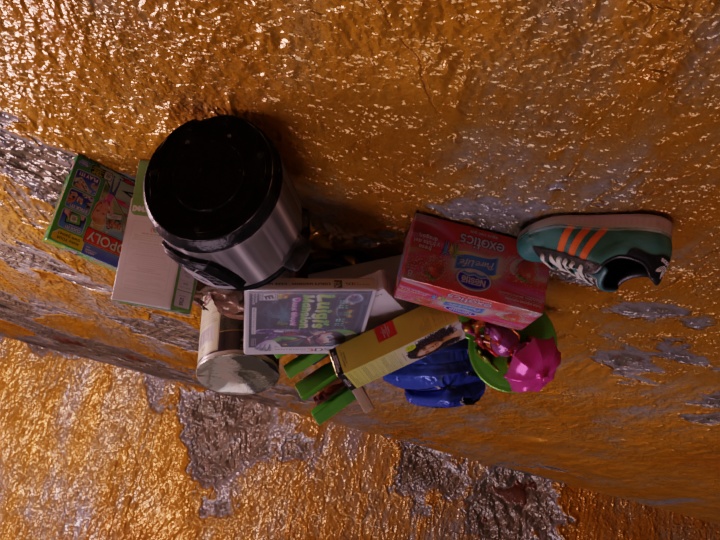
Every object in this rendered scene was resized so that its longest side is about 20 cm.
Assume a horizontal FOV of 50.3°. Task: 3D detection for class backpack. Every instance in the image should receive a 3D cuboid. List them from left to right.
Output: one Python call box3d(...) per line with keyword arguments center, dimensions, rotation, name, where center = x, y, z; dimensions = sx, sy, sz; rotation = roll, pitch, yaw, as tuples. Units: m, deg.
box3d(center=(0.134, 0.152, 1.335), dimensions=(0.160, 0.173, 0.197), rotation=(-12, 166, 42), name="backpack")

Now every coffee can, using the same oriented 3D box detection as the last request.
box3d(center=(-0.211, 0.095, 1.355), dimensions=(0.142, 0.204, 0.148), rotation=(-2, 146, -1), name="coffee can")

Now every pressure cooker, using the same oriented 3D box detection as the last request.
box3d(center=(-0.156, -0.071, 0.954), dimensions=(0.174, 0.180, 0.201), rotation=(-18, 158, 2), name="pressure cooker")

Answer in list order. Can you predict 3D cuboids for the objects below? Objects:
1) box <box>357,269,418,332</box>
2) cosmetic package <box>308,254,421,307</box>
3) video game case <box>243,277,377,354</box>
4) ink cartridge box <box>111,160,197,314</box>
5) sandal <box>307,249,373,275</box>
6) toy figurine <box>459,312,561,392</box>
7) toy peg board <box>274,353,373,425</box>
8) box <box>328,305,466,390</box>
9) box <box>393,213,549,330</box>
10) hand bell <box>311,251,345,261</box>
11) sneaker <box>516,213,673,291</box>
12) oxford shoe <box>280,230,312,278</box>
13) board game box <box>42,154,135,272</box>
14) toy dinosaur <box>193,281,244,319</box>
box3d(center=(0.013, 0.075, 1.175), dimensions=(0.141, 0.037, 0.200), rotation=(-18, 145, 20), name="box")
box3d(center=(0.031, 0.040, 1.210), dimensions=(0.195, 0.053, 0.151), rotation=(-12, 154, 10), name="cosmetic package")
box3d(center=(-0.077, 0.069, 1.096), dimensions=(0.177, 0.024, 0.201), rotation=(0, 149, -9), name="video game case")
box3d(center=(-0.279, -0.047, 1.093), dimensions=(0.101, 0.206, 0.059), rotation=(7, 174, 21), name="ink cartridge box")
box3d(center=(0.000, 0.001, 1.237), dimensions=(0.196, 0.049, 0.075), rotation=(10, 149, -30), name="sandal")
box3d(center=(0.228, 0.109, 1.161), dimensions=(0.199, 0.151, 0.184), rotation=(40, -178, -1), name="toy figurine")
box3d(center=(-0.081, 0.149, 1.319), dimensions=(0.203, 0.097, 0.199), rotation=(60, 176, -14), name="toy peg board")
box3d(center=(0.056, 0.108, 1.137), dimensions=(0.196, 0.051, 0.075), rotation=(-26, 149, 6), name="box")
box3d(center=(0.152, 0.005, 1.060), dimensions=(0.195, 0.097, 0.103), rotation=(15, 162, -1), name="box")
box3d(center=(-0.122, -0.015, 1.266), dimensions=(0.194, 0.107, 0.104), rotation=(-2, 160, 4), name="hand bell")
box3d(center=(0.274, -0.017, 0.929), dimensions=(0.197, 0.082, 0.071), rotation=(-3, 155, 42), name="sneaker")
box3d(center=(-0.119, -0.017, 1.194), dimensions=(0.073, 0.071, 0.203), rotation=(17, 134, 13), name="oxford shoe")
box3d(center=(-0.364, -0.069, 1.172), dimensions=(0.197, 0.138, 0.029), rotation=(26, 158, -33), name="board game box")
box3d(center=(-0.207, 0.043, 1.204), dimensions=(0.132, 0.088, 0.201), rotation=(-14, 146, 12), name="toy dinosaur")
